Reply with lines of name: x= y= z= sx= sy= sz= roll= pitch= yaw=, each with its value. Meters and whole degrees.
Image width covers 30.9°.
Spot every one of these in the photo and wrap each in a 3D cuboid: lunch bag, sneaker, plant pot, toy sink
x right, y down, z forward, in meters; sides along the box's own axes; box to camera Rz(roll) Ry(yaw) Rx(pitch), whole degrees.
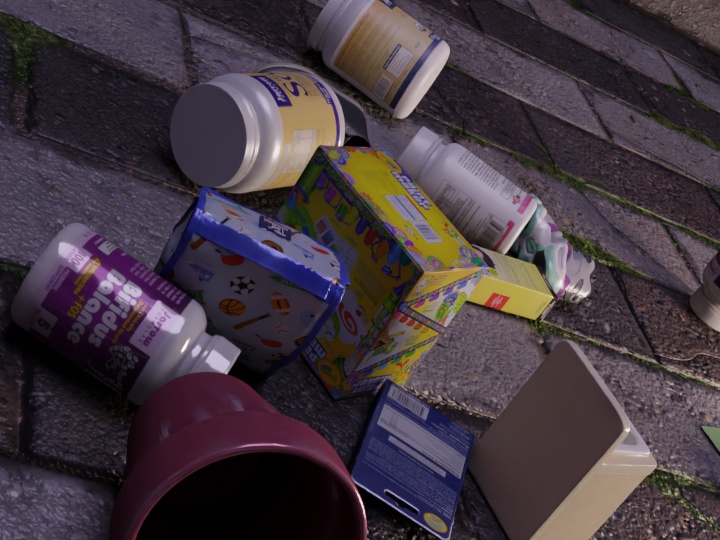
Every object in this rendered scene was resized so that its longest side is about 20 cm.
lunch bag: x=-0.113 y=0.006 z=1.289 sx=0.169 sy=0.200 sz=0.125 roll=27 pitch=70 yaw=-10
sneaker: x=0.297 y=-0.021 z=1.947 sx=0.139 sy=0.078 sz=0.202 roll=22 pitch=40 yaw=-26
plant pot: x=-0.114 y=0.181 z=1.069 sx=0.198 sy=0.202 sz=0.179 roll=19 pitch=17 yaw=-27
toy sink: x=0.229 y=0.190 z=1.403 sx=0.111 sy=0.201 sz=0.131 roll=8 pitch=36 yaw=-39
sneaker: x=-0.064 y=-0.223 z=1.847 sx=0.198 sy=0.075 sz=0.107 roll=19 pitch=29 yaw=-30

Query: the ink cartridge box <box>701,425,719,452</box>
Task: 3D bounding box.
ink cartridge box: x=0.581 y=0.284 z=1.813 sx=0.144 sy=0.048 sz=0.201 roll=11 pitch=39 yaw=-37

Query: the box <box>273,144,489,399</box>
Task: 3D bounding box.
box: x=0.000 y=0.000 z=1.450 sx=0.121 sy=0.193 sz=0.201 roll=-3 pitch=47 yaw=-49

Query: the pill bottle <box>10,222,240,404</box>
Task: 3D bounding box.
pill bottle: x=-0.215 y=0.054 z=1.216 sx=0.199 sy=0.113 sz=0.112 roll=33 pitch=28 yaw=-2

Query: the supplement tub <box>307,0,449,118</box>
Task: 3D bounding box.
supplement tub: x=0.028 y=-0.354 z=2.079 sx=0.199 sy=0.145 sz=0.144 roll=36 pitch=28 yaw=2

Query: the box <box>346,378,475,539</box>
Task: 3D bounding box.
box: x=0.052 y=0.203 z=1.365 sx=0.120 sy=0.033 sz=0.200 roll=34 pitch=26 yaw=-3

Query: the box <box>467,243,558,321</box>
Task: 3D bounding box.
box: x=0.173 y=0.010 z=1.780 sx=0.198 sy=0.050 sz=0.076 roll=16 pitch=33 yaw=-33

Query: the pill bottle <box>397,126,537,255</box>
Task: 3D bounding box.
pill bottle: x=0.143 y=-0.109 z=1.861 sx=0.199 sy=0.114 sz=0.113 roll=37 pitch=28 yaw=2

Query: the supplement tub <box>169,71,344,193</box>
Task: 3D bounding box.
supplement tub: x=-0.127 y=-0.173 z=1.627 sx=0.145 sy=0.146 sz=0.199 roll=45 pitch=29 yaw=19

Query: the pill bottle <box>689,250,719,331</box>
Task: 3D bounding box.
pill bottle: x=0.628 y=0.001 z=2.118 sx=0.111 sy=0.201 sz=0.113 roll=27 pitch=28 yaw=-16
